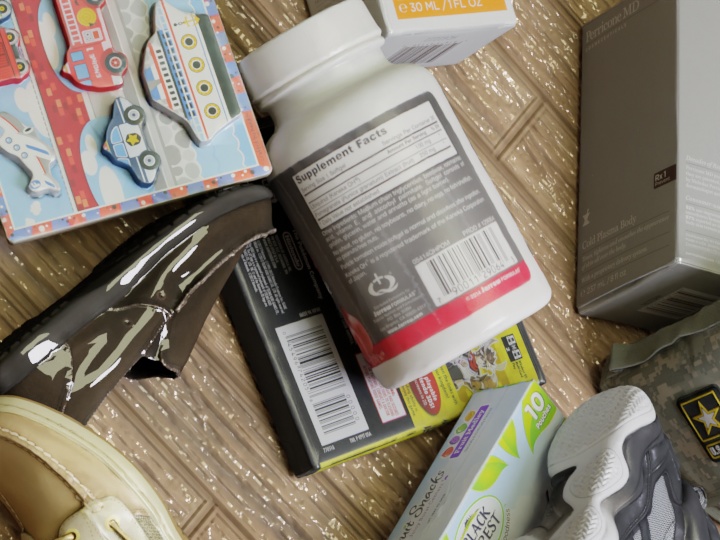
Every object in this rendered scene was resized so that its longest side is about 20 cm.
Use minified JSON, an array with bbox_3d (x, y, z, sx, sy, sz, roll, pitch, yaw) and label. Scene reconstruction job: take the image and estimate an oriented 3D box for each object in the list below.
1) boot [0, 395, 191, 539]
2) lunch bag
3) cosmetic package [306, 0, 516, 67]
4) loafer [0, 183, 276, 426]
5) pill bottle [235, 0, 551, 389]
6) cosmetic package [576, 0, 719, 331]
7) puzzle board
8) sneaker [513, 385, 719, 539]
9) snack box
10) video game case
[{"bbox_3d":[-0.154,0.176,1.349,0.200,0.073,0.156,50,50,-16],"label":"boot"},{"bbox_3d":[0.259,0.085,1.607,0.200,0.164,0.118,29,57,-22],"label":"lunch bag"},{"bbox_3d":[0.011,-0.224,1.613,0.101,0.071,0.201,-9,78,-36],"label":"cosmetic package"},{"bbox_3d":[-0.116,0.025,1.436,0.200,0.073,0.071,-39,100,-26],"label":"loafer"},{"bbox_3d":[0.013,-0.045,1.490,0.111,0.111,0.201,-28,88,-38],"label":"pill bottle"},{"bbox_3d":[0.195,-0.073,1.660,0.090,0.107,0.201,13,64,-29],"label":"cosmetic package"},{"bbox_3d":[-0.148,-0.126,1.460,0.150,0.017,0.201,-16,78,-15],"label":"puzzle board"},{"bbox_3d":[0.139,0.167,1.474,0.114,0.075,0.200,46,50,-23],"label":"sneaker"},{"bbox_3d":[0.078,0.182,1.504,0.142,0.053,0.200,49,52,-23],"label":"snack box"},{"bbox_3d":[0.000,0.000,1.550,0.180,0.025,0.201,-18,82,-37],"label":"video game case"}]
